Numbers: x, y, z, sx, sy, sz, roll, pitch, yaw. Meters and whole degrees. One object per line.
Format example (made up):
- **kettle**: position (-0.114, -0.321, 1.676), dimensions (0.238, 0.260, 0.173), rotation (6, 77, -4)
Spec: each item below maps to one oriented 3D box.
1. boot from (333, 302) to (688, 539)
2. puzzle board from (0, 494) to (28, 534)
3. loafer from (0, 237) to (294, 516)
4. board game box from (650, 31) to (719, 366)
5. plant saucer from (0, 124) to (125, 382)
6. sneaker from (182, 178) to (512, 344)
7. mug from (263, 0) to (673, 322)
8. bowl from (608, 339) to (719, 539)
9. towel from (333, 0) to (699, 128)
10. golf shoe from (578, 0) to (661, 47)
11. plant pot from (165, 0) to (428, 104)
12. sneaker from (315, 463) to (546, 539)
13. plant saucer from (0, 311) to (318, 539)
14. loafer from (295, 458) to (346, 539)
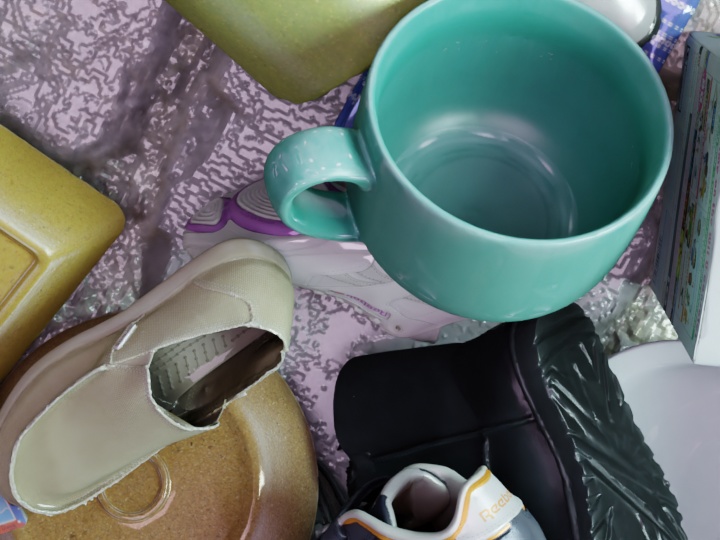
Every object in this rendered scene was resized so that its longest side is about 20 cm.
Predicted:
- **boot**: position (0.078, 0.124, 1.252), dimensions (0.168, 0.076, 0.200), rotation (-22, 90, 45)
- **puzzle board**: position (-0.300, 0.105, 1.266), dimensions (0.200, 0.017, 0.151), rotation (-19, 107, 15)
- **loafer**: position (-0.115, 0.063, 1.221), dimensions (0.200, 0.068, 0.076), rotation (-41, 124, 10)
- **board game box**: position (0.198, -0.041, 1.192), dimensions (0.064, 0.200, 0.148), rotation (6, 101, 1)
- **plant saucer**: position (-0.263, -0.003, 1.268), dimensions (0.200, 0.048, 0.200), rotation (35, 105, -18)
- **sneaker**: position (0.000, 0.000, 1.272), dimensions (0.200, 0.075, 0.100), rotation (2, 123, 12)
- **mug**: position (0.054, -0.056, 1.168), dimensions (0.185, 0.114, 0.152), rotation (20, 61, 1)
- **bowl**: position (0.196, 0.135, 1.262), dimensions (0.201, 0.090, 0.201), rotation (3, 94, 39)
- **towel**: position (0.091, -0.124, 1.271), dimensions (0.145, 0.024, 0.200), rotation (28, 100, -4)
- **golf shoe**: position (0.086, -0.188, 1.206), dimensions (0.078, 0.094, 0.200), rotation (-41, 99, 5)
- **plant pot**: position (-0.048, -0.194, 1.193), dimensions (0.200, 0.200, 0.184), rotation (-39, 108, 9)
- **sneaker**: position (0.011, 0.147, 1.215), dimensions (0.200, 0.078, 0.079), rotation (-18, 104, 38)
- **plant saucer**: position (-0.124, 0.119, 1.288), dimensions (0.200, 0.035, 0.200), rotation (-1, 81, 5)
- **loafer**: position (-0.033, 0.205, 1.318), dimensions (0.072, 0.063, 0.200), rotation (-3, 101, 5)
